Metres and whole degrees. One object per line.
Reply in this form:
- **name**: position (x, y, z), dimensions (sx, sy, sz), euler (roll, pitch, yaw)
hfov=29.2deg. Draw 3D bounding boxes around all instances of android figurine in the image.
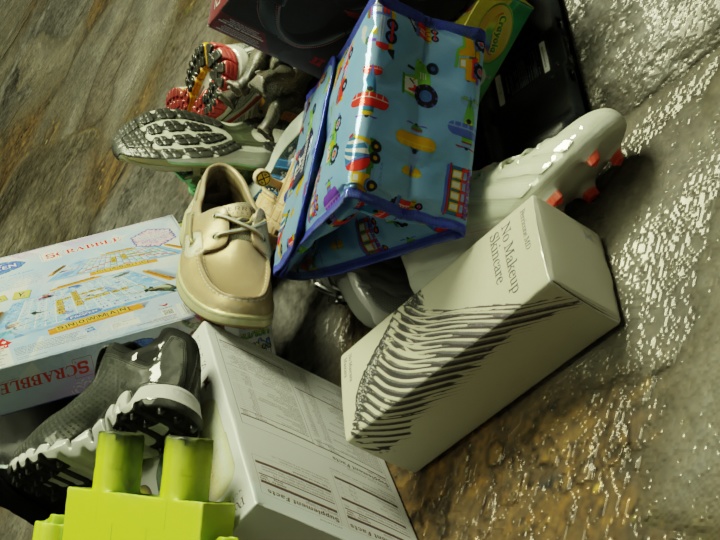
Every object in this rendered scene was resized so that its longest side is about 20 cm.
- **android figurine**: position (-0.138, 0.201, 0.845), dimensions (0.180, 0.041, 0.203), euler (1, 80, 37)

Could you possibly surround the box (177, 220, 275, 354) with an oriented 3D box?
- **box**: position (-0.118, 0.039, 1.192), dimensions (0.200, 0.034, 0.111), euler (-133, 33, -59)

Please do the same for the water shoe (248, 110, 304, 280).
- **water shoe**: position (-0.050, -0.066, 1.222), dimensions (0.200, 0.071, 0.079), euler (-47, 57, 27)

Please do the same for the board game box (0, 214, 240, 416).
- **board game box**: position (-0.217, 0.030, 1.103), dimensions (0.200, 0.198, 0.042), euler (-132, 32, -59)

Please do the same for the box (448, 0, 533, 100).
- **box**: position (0.060, -0.162, 1.051), dimensions (0.201, 0.048, 0.118), euler (-62, 25, 20)

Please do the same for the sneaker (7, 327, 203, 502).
- **sneaker**: position (-0.173, 0.099, 0.964), dimensions (0.199, 0.066, 0.091), euler (-29, 40, 38)

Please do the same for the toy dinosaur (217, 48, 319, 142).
- **toy dinosaur**: position (-0.065, -0.178, 1.187), dimensions (0.103, 0.077, 0.200), euler (-50, -14, -18)

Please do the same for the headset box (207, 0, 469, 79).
- **headset box**: position (-0.010, -0.219, 1.008), dimensions (0.200, 0.147, 0.076), euler (-39, 37, 46)

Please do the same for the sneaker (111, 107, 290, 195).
- **sneaker**: position (-0.135, -0.088, 1.250), dimensions (0.077, 0.198, 0.089), euler (55, 132, 42)

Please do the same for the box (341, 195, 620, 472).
- **box**: position (0.074, 0.046, 0.916), dimensions (0.200, 0.068, 0.083), euler (-43, 35, 32)

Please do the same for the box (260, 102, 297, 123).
- **box**: position (-0.113, -0.152, 1.398), dimensions (0.120, 0.041, 0.200), euler (-59, 27, 6)

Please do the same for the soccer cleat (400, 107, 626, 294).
- **soccer cleat**: position (0.096, -0.050, 0.941), dimensions (0.200, 0.069, 0.078), euler (-46, 68, 31)

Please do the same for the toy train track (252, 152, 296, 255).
- **toy train track**: position (-0.060, -0.090, 1.144), dimensions (0.115, 0.032, 0.202), euler (33, 101, 60)

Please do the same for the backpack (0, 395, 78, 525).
- **backpack**: position (-0.219, 0.152, 1.151), dimensions (0.176, 0.200, 0.152), euler (-9, 52, 25)

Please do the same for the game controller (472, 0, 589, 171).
- **game controller**: position (0.118, -0.135, 1.035), dimensions (0.104, 0.042, 0.201), euler (-28, 43, 24)

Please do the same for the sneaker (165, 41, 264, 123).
- **sneaker**: position (-0.132, -0.154, 1.330), dimensions (0.200, 0.081, 0.079), euler (-36, 67, 60)

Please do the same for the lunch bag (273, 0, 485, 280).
- **lunch bag**: position (-0.003, -0.081, 0.990), dimensions (0.200, 0.093, 0.152), euler (-29, 49, 60)

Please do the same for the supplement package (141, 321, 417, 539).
- **supplement package**: position (-0.076, 0.173, 0.964), dimensions (0.152, 0.150, 0.201), euler (-51, 32, 17)

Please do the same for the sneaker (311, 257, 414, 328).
- **sneaker**: position (0.000, 0.000, 1.085), dimensions (0.200, 0.074, 0.083), euler (-110, 41, -61)

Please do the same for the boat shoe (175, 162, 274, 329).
- **boat shoe**: position (-0.102, -0.022, 1.056), dimensions (0.200, 0.071, 0.066), euler (-111, 34, -61)
